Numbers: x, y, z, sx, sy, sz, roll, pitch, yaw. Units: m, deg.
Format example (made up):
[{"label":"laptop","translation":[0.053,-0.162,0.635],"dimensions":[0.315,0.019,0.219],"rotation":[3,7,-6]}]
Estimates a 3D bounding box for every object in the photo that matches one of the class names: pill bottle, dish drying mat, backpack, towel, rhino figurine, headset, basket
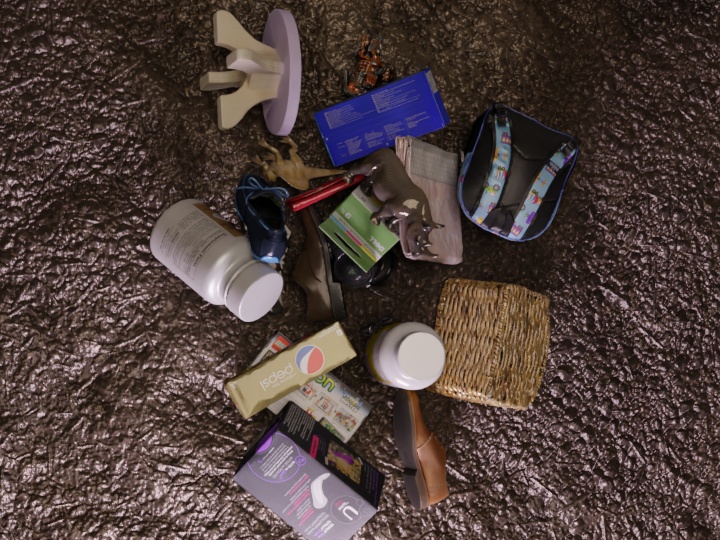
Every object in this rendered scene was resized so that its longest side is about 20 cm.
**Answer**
[{"label":"pill bottle","translation":[0.072,0.133,1.620],"dimensions":[0.104,0.200,0.104],"rotation":[1,86,-11]},{"label":"dish drying mat","translation":[-0.022,-0.144,1.653],"dimensions":[0.200,0.077,0.018],"rotation":[-25,100,-7]},{"label":"backpack","translation":[0.243,-0.148,1.703],"dimensions":[0.182,0.135,0.200],"rotation":[22,82,-9]},{"label":"towel","translation":[0.114,-0.108,1.659],"dimensions":[0.032,0.200,0.191],"rotation":[-5,85,28]},{"label":"rhino figurine","translation":[0.058,-0.097,1.541],"dimensions":[0.087,0.060,0.200],"rotation":[-45,67,25]},{"label":"headset","translation":[0.000,0.000,1.661],"dimensions":[0.094,0.123,0.200],"rotation":[-33,74,27]},{"label":"pill bottle","translation":[-0.217,-0.014,1.580],"dimensions":[0.200,0.114,0.114],"rotation":[37,79,27]},{"label":"basket","translation":[0.216,0.121,1.718],"dimensions":[0.143,0.149,0.200],"rotation":[15,82,-42]}]

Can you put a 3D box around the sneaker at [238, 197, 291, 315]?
[{"label":"sneaker","translation":[-0.142,-0.029,1.658],"dimensions":[0.080,0.074,0.200],"rotation":[-10,88,-13]}]

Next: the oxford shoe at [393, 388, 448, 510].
[{"label":"oxford shoe","translation":[0.100,0.282,1.688],"dimensions":[0.071,0.071,0.200],"rotation":[-14,98,-21]}]

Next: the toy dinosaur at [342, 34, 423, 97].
[{"label":"toy dinosaur","translation":[0.040,-0.287,1.714],"dimensions":[0.136,0.102,0.200],"rotation":[-3,112,3]}]

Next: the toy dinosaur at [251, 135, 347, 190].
[{"label":"toy dinosaur","translation":[-0.111,-0.166,1.671],"dimensions":[0.101,0.200,0.058],"rotation":[52,122,22]}]

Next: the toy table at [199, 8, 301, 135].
[{"label":"toy table","translation":[-0.171,-0.314,1.632],"dimensions":[0.117,0.184,0.200],"rotation":[-1,74,-27]}]

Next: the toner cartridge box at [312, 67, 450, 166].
[{"label":"toner cartridge box","translation":[0.033,-0.244,1.660],"dimensions":[0.200,0.043,0.095],"rotation":[-17,102,22]}]

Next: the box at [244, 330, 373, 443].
[{"label":"box","translation":[-0.090,0.201,1.670],"dimensions":[0.200,0.035,0.110],"rotation":[40,80,-5]}]

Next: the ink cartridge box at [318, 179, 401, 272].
[{"label":"ink cartridge box","translation":[0.017,-0.080,1.626],"dimensions":[0.104,0.200,0.059],"rotation":[45,114,-2]}]

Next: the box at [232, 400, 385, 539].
[{"label":"box","translation":[-0.077,0.321,1.608],"dimensions":[0.200,0.106,0.122],"rotation":[40,110,-6]}]

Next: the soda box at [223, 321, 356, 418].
[{"label":"soda box","translation":[-0.110,0.153,1.617],"dimensions":[0.200,0.068,0.064],"rotation":[-30,92,-11]}]

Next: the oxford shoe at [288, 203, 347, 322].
[{"label":"oxford shoe","translation":[-0.080,-0.014,1.671],"dimensions":[0.084,0.073,0.200],"rotation":[-11,81,4]}]

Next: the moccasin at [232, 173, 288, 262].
[{"label":"moccasin","translation":[-0.139,-0.092,1.573],"dimensions":[0.080,0.200,0.068],"rotation":[2,128,-25]}]
